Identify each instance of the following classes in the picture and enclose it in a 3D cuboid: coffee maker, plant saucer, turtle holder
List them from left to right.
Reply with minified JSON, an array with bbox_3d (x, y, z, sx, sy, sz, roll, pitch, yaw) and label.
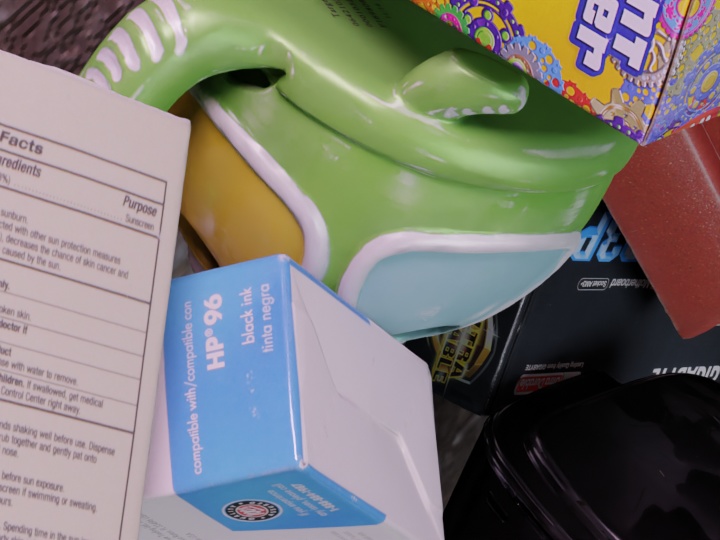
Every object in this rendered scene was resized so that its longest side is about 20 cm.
[{"bbox_3d":[-0.002,-0.038,0.888,0.186,0.141,0.132,-35,158,-57],"label":"turtle holder"},{"bbox_3d":[0.070,0.153,1.097,0.192,0.135,0.200,-48,166,-50],"label":"coffee maker"},{"bbox_3d":[0.148,-0.100,1.077,0.200,0.037,0.200,-60,145,-20],"label":"plant saucer"}]

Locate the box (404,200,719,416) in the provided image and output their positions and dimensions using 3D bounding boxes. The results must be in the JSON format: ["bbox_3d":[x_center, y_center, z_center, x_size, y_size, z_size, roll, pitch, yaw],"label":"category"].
[{"bbox_3d":[0.107,-0.025,1.145,0.200,0.046,0.159,2,111,-56],"label":"box"}]

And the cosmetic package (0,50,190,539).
[{"bbox_3d":[-0.118,0.047,0.761,0.103,0.087,0.200,20,74,-47],"label":"cosmetic package"}]

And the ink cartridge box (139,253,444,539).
[{"bbox_3d":[-0.088,0.062,0.877,0.116,0.200,0.068,41,40,-60],"label":"ink cartridge box"}]

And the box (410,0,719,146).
[{"bbox_3d":[0.084,-0.154,0.847,0.200,0.193,0.122,-21,136,-44],"label":"box"}]
